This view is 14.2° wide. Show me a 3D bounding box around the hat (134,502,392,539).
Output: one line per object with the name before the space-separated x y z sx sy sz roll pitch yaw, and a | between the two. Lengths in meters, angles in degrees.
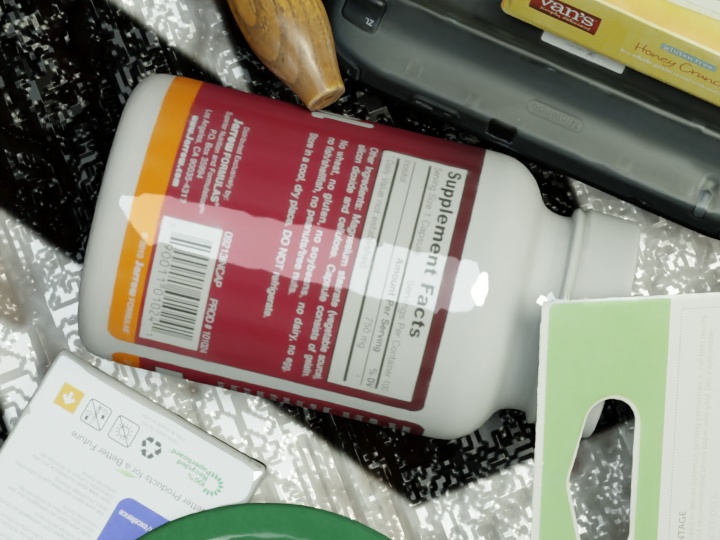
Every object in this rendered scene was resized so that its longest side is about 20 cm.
hat | -0.044 0.217 1.119 0.165 0.176 0.200 22 59 15

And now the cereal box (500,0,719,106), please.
cereal box | 0.154 -0.157 1.094 0.143 0.040 0.201 24 65 1

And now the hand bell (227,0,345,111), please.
hand bell | -0.057 -0.150 1.100 0.104 0.104 0.200 -29 77 -2

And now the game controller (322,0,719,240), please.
game controller | 0.088 -0.089 1.103 0.199 0.042 0.105 24 71 2

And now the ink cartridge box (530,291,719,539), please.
ink cartridge box | 0.156 0.068 1.085 0.199 0.048 0.146 -2 107 -11

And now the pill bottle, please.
pill bottle | 0.000 0.000 1.098 0.199 0.113 0.113 14 85 0

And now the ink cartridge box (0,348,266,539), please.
ink cartridge box | -0.126 0.139 1.125 0.094 0.037 0.200 30 83 1
